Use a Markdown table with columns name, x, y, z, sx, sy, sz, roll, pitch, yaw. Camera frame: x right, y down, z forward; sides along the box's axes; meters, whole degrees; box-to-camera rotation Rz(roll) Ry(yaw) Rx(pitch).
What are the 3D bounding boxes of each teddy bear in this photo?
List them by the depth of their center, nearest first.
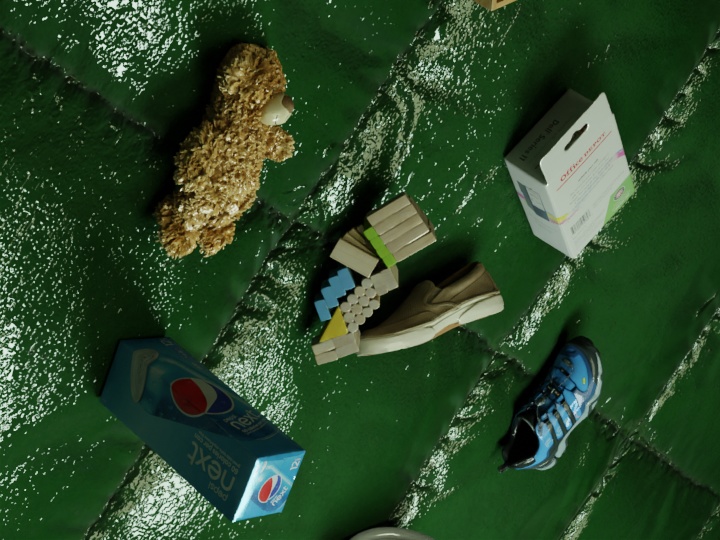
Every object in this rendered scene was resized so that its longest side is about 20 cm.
| name | x | y | z | sx | sy | sz | roll | pitch | yaw |
| --- | --- | --- | --- | --- | --- | --- | --- | --- | --- |
| teddy bear | -0.111 | -0.095 | 1.408 | 0.201 | 0.067 | 0.145 | -57 | 149 | 4 |

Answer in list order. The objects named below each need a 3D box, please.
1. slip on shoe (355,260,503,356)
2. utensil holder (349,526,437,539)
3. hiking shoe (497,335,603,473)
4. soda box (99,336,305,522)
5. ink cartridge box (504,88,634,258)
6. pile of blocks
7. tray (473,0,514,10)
| name | x | y | z | sx | sy | sz | roll | pitch | yaw |
| --- | --- | --- | --- | --- | --- | --- | --- | --- | --- |
| slip on shoe | 0.070 | 0.042 | 1.762 | 0.199 | 0.076 | 0.061 | -19 | 93 | -31 |
| utensil holder | 0.033 | 0.442 | 1.960 | 0.169 | 0.170 | 0.201 | -15 | 131 | -44 |
| hiking shoe | 0.246 | 0.177 | 2.077 | 0.086 | 0.074 | 0.201 | -7 | 124 | -49 |
| soda box | -0.144 | 0.138 | 1.447 | 0.064 | 0.200 | 0.068 | -2 | 120 | -50 |
| ink cartridge box | 0.231 | -0.118 | 1.810 | 0.117 | 0.067 | 0.200 | -46 | 146 | -12 |
| pile of blocks | 0.000 | 0.000 | 1.649 | 0.201 | 0.082 | 0.062 | -56 | -170 | 17 |
| tray | 0.156 | -0.356 | 1.541 | 0.098 | 0.037 | 0.201 | -28 | 137 | -34 |
